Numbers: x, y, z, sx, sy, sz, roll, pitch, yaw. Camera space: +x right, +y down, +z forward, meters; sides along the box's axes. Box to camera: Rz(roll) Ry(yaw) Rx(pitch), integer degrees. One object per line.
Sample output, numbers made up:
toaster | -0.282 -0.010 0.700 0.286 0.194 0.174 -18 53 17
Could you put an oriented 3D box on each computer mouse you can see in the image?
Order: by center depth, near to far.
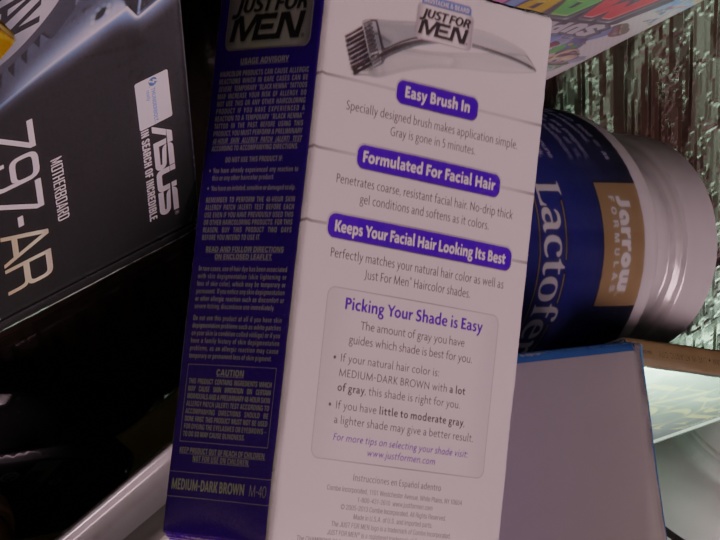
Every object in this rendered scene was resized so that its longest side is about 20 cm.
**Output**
computer mouse | -0.166 0.055 1.119 0.199 0.046 0.141 -3 148 -33

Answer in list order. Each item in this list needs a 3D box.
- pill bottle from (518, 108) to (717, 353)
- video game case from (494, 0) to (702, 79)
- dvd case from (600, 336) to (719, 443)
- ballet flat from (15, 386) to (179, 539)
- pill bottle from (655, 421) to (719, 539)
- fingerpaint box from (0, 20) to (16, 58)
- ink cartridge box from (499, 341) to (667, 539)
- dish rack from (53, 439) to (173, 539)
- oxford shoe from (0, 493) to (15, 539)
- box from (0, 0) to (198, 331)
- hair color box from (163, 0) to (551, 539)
pill bottle | 0.049 -0.011 1.220 0.199 0.116 0.116 -1 128 -46
video game case | 0.072 -0.107 1.130 0.143 0.018 0.199 0 161 -46
dvd case | 0.092 0.064 1.285 0.148 0.016 0.200 -22 166 26
ballet flat | -0.069 0.084 1.246 0.200 0.063 0.069 -43 148 0
pill bottle | 0.161 0.145 1.503 0.112 0.112 0.201 -5 131 -43
fingerpaint box | -0.214 -0.071 0.810 0.167 0.200 0.073 -47 145 7
ink cartridge box | 0.054 0.126 1.186 0.128 0.126 0.200 -7 157 1
dish rack | -0.085 0.143 1.173 0.200 0.044 0.172 -41 155 -17
oxford shoe | -0.175 0.159 1.178 0.071 0.072 0.200 -2 140 -29
box | -0.133 -0.069 0.961 0.160 0.043 0.201 -28 135 -29
hair color box | 0.000 0.000 1.042 0.109 0.065 0.201 11 85 -41
